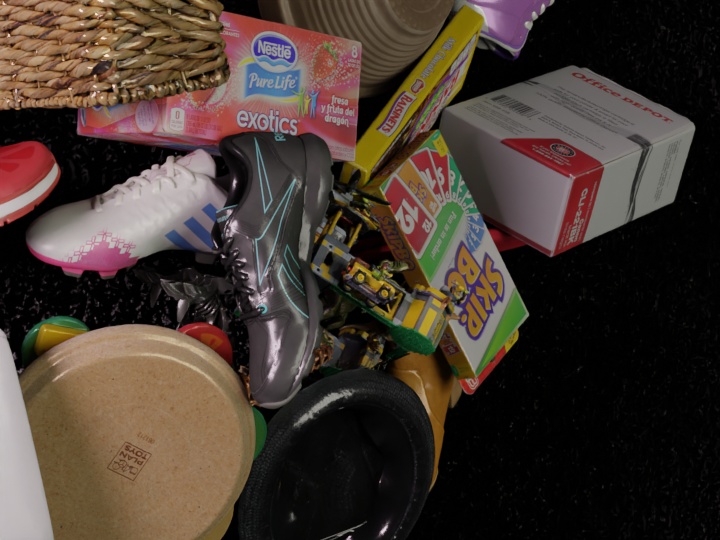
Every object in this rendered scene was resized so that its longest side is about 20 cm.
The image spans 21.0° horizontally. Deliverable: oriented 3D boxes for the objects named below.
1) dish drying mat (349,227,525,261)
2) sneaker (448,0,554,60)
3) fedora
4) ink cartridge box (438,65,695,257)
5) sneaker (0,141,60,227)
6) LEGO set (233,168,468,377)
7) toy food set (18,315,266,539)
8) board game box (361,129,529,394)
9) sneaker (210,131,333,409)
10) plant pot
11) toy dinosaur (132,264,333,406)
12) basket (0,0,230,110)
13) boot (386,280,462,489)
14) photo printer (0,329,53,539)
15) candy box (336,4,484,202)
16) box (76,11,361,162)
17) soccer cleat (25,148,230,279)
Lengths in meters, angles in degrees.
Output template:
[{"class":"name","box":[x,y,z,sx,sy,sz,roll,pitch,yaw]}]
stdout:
[{"class":"dish drying mat","box":[0.071,-0.024,1.659,0.200,0.077,0.018,-3,83,-48]},{"class":"sneaker","box":[0.150,-0.249,1.749,0.200,0.073,0.115,-10,103,-37]},{"class":"fedora","box":[-0.035,0.153,1.518,0.200,0.092,0.201,-18,124,-28]},{"class":"ink cartridge box","box":[0.179,-0.101,1.714,0.200,0.144,0.084,-23,134,-45]},{"class":"sneaker","box":[-0.285,-0.077,1.258,0.200,0.078,0.116,-31,115,-44]},{"class":"LEGO set","box":[0.000,0.000,1.501,0.153,0.200,0.116,30,64,-5]},{"class":"toy food set","box":[-0.164,0.122,1.360,0.199,0.049,0.199,14,108,-23]},{"class":"board game box","box":[0.075,-0.005,1.584,0.096,0.030,0.201,-46,118,-42]},{"class":"sneaker","box":[-0.071,-0.003,1.370,0.079,0.075,0.201,10,74,-27]},{"class":"plant pot","box":[0.015,-0.240,1.575,0.200,0.092,0.202,-3,95,-49]},{"class":"toy dinosaur","box":[-0.124,0.067,1.426,0.199,0.102,0.136,-9,100,-43]},{"class":"basket","box":[-0.185,-0.186,1.271,0.142,0.199,0.150,-17,104,-45]},{"class":"boot","box":[0.034,0.096,1.606,0.201,0.070,0.144,-60,150,-43]},{"class":"photo printer","box":[-0.304,0.137,1.231,0.199,0.069,0.167,-18,103,-35]},{"class":"candy box","box":[0.038,-0.124,1.613,0.200,0.026,0.102,-54,172,-32]},{"class":"box","box":[-0.102,-0.136,1.442,0.200,0.102,0.095,5,87,-47]},{"class":"soccer cleat","box":[-0.150,-0.049,1.394,0.199,0.070,0.087,-7,124,-43]}]
